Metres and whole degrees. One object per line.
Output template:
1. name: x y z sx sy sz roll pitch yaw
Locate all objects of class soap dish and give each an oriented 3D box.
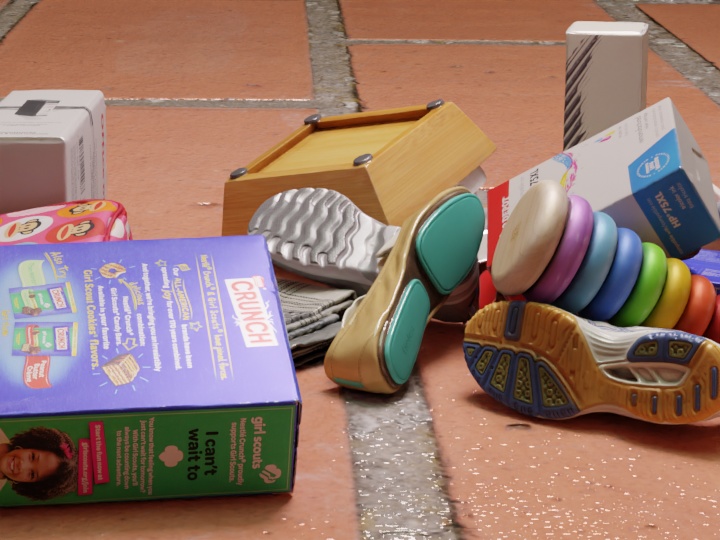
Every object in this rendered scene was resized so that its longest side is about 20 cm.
1. soap dish: -0.007 -0.076 1.634 0.199 0.082 0.157 -3 26 43

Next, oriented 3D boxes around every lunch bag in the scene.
1. lunch bag: -0.250 0.022 1.362 0.175 0.082 0.200 -9 22 6

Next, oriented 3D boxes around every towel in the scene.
1. towel: -0.112 0.036 1.436 0.199 0.035 0.192 14 20 38

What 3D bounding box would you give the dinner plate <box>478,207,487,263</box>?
1. dinner plate: 0.079 -0.027 1.613 0.199 0.024 0.200 -12 10 2

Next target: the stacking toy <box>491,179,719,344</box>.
1. stacking toy: 0.193 0.016 1.344 0.199 0.086 0.085 26 12 -11

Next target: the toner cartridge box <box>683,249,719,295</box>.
1. toner cartridge box: 0.233 0.010 1.537 0.199 0.044 0.095 9 16 24

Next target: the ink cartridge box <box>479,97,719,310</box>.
1. ink cartridge box: 0.159 -0.033 1.432 0.199 0.067 0.116 -28 25 18

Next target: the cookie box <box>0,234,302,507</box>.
1. cookie box: -0.145 0.059 1.183 0.198 0.076 0.172 -2 36 -10

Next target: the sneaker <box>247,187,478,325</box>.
1. sneaker: 0.000 0.000 1.500 0.199 0.082 0.075 21 59 26

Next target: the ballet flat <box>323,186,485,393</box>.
1. ballet flat: 0.028 0.009 1.387 0.063 0.069 0.200 -6 35 32

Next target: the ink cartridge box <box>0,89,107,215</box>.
1. ink cartridge box: -0.255 -0.056 1.549 0.083 0.145 0.200 2 15 1

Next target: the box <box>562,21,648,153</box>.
1. box: 0.209 -0.109 1.668 0.068 0.202 0.082 2 13 11

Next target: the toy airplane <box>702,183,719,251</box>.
1. toy airplane: 0.356 -0.064 1.628 0.198 0.142 0.200 -4 16 -16

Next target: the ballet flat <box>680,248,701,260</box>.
1. ballet flat: 0.207 -0.042 1.538 0.072 0.068 0.200 -22 21 -6

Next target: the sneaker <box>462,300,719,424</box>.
1. sneaker: 0.166 0.068 1.306 0.199 0.076 0.088 12 1 31
